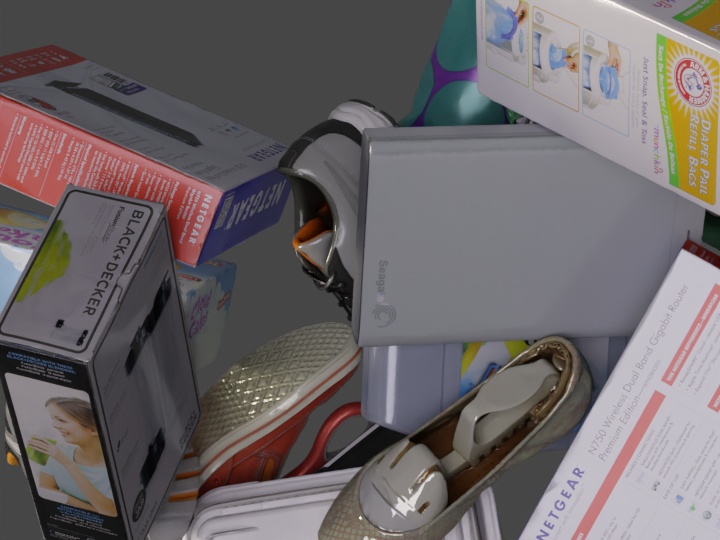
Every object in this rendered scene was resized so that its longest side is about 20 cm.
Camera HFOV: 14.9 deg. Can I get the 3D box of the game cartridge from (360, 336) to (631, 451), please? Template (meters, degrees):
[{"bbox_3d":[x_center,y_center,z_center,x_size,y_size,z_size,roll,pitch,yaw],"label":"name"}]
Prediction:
[{"bbox_3d":[0.100,0.042,1.656,0.200,0.040,0.134,-1,102,-18],"label":"game cartridge"}]

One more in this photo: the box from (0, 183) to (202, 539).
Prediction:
[{"bbox_3d":[-0.145,0.060,1.553,0.060,0.200,0.117,13,55,14],"label":"box"}]

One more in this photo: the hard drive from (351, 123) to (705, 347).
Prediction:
[{"bbox_3d":[0.098,-0.021,1.586,0.200,0.026,0.132,-2,118,-11],"label":"hard drive"}]

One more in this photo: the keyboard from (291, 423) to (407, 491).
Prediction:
[{"bbox_3d":[-0.011,0.191,1.679,0.200,0.021,0.127,-40,78,13],"label":"keyboard"}]

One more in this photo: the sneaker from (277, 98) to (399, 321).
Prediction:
[{"bbox_3d":[0.000,0.000,1.673,0.074,0.079,0.200,12,126,53],"label":"sneaker"}]

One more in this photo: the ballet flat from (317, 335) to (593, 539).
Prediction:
[{"bbox_3d":[0.050,0.104,1.593,0.200,0.062,0.067,-39,63,-15],"label":"ballet flat"}]

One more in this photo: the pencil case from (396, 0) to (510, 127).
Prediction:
[{"bbox_3d":[0.088,-0.152,1.656,0.092,0.085,0.200,33,106,46],"label":"pencil case"}]

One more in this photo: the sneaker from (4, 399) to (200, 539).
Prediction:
[{"bbox_3d":[-0.163,0.124,1.717,0.200,0.078,0.077,41,123,49],"label":"sneaker"}]

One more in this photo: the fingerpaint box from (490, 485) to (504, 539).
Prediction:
[{"bbox_3d":[0.022,0.248,1.722,0.166,0.073,0.200,-13,93,13],"label":"fingerpaint box"}]

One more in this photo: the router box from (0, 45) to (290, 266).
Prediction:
[{"bbox_3d":[-0.144,-0.072,1.649,0.179,0.200,0.049,23,103,7],"label":"router box"}]

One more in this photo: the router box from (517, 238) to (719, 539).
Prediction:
[{"bbox_3d":[0.215,0.112,1.578,0.179,0.049,0.200,30,102,6],"label":"router box"}]

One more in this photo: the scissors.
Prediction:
[{"bbox_3d":[-0.054,0.152,1.725,0.200,0.014,0.073,-37,131,3],"label":"scissors"}]

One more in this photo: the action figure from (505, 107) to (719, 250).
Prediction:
[{"bbox_3d":[0.179,-0.065,1.626,0.200,0.055,0.118,17,118,-6],"label":"action figure"}]

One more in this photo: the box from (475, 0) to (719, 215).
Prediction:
[{"bbox_3d":[0.170,-0.126,1.529,0.200,0.112,0.102,32,135,42],"label":"box"}]

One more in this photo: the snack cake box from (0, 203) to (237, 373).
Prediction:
[{"bbox_3d":[-0.190,0.011,1.719,0.200,0.115,0.067,15,100,10],"label":"snack cake box"}]

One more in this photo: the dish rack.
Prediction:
[{"bbox_3d":[-0.011,0.205,1.646,0.200,0.044,0.172,-10,85,15],"label":"dish rack"}]

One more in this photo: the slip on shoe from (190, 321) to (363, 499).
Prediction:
[{"bbox_3d":[-0.071,0.109,1.738,0.200,0.074,0.061,-44,121,7],"label":"slip on shoe"}]
